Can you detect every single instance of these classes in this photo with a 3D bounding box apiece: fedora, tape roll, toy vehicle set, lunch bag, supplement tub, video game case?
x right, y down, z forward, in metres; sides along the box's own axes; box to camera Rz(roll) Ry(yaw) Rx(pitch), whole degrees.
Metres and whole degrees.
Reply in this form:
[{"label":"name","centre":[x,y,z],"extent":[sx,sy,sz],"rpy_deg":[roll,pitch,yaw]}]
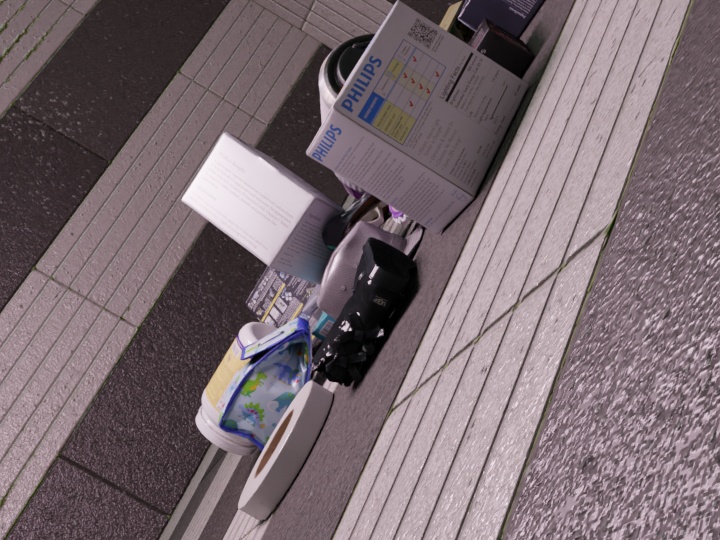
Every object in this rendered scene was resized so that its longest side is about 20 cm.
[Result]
[{"label":"fedora","centre":[0.000,0.000,1.525],"extent":[0.200,0.090,0.177],"rpy_deg":[-58,6,12]},{"label":"tape roll","centre":[-0.103,0.245,1.435],"extent":[0.203,0.037,0.203],"rpy_deg":[-58,5,8]},{"label":"toy vehicle set","centre":[0.162,-0.339,1.731],"extent":[0.027,0.124,0.200],"rpy_deg":[-16,34,36]},{"label":"lunch bag","centre":[-0.137,0.169,1.672],"extent":[0.200,0.127,0.170],"rpy_deg":[-59,6,1]},{"label":"supplement tub","centre":[-0.188,0.207,1.845],"extent":[0.200,0.145,0.145],"rpy_deg":[-58,5,14]},{"label":"video game case","centre":[-0.024,-0.021,1.716],"extent":[0.200,0.018,0.143],"rpy_deg":[-47,12,53]}]

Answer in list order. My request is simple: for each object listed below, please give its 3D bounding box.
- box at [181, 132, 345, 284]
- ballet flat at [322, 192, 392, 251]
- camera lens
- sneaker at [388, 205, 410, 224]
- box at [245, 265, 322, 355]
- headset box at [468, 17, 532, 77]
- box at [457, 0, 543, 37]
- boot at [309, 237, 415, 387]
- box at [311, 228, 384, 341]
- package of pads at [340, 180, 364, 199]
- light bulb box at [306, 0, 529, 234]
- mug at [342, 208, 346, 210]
[{"label":"box","centre":[-0.137,-0.094,1.666],"extent":[0.131,0.199,0.200],"rpy_deg":[-56,-23,5]},{"label":"ballet flat","centre":[0.030,-0.095,1.596],"extent":[0.200,0.073,0.073],"rpy_deg":[-41,4,-5]},{"label":"camera lens","centre":[0.023,-0.225,1.511],"extent":[0.200,0.160,0.160],"rpy_deg":[88,-154,-58]},{"label":"sneaker","centre":[0.072,-0.122,1.467],"extent":[0.080,0.088,0.200],"rpy_deg":[-40,3,-10]},{"label":"box","centre":[-0.109,0.050,1.890],"extent":[0.049,0.161,0.200],"rpy_deg":[-23,-25,-46]},{"label":"headset box","centre":[0.172,-0.273,1.510],"extent":[0.149,0.075,0.200],"rpy_deg":[-58,5,18]},{"label":"box","centre":[0.260,-0.485,1.712],"extent":[0.200,0.104,0.148],"rpy_deg":[-55,7,36]},{"label":"boot","centre":[0.003,0.053,1.352],"extent":[0.163,0.073,0.198],"rpy_deg":[-61,5,14]},{"label":"box","centre":[-0.008,0.024,1.699],"extent":[0.082,0.049,0.200],"rpy_deg":[-53,9,51]},{"label":"package of pads","centre":[0.028,-0.156,1.742],"extent":[0.076,0.120,0.200],"rpy_deg":[-64,-8,-5]},{"label":"light bulb box","centre":[0.071,-0.190,1.318],"extent":[0.198,0.200,0.125],"rpy_deg":[-62,7,-28]},{"label":"mug","centre":[-0.030,-0.038,1.995],"extent":[0.177,0.133,0.200],"rpy_deg":[-24,-7,-11]}]
